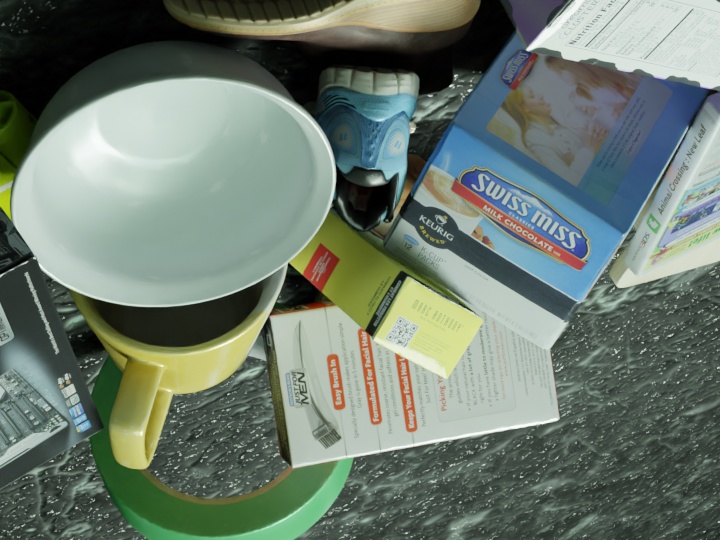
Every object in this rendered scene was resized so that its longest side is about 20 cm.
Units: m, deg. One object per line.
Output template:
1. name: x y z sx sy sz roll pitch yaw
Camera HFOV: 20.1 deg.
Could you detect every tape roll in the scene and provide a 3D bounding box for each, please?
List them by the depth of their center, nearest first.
1. tape roll: -0.103 0.115 1.529 0.199 0.201 0.048 -19 151 -6

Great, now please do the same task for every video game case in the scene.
1. video game case: 0.283 -0.088 1.382 0.199 0.022 0.182 -24 154 -27

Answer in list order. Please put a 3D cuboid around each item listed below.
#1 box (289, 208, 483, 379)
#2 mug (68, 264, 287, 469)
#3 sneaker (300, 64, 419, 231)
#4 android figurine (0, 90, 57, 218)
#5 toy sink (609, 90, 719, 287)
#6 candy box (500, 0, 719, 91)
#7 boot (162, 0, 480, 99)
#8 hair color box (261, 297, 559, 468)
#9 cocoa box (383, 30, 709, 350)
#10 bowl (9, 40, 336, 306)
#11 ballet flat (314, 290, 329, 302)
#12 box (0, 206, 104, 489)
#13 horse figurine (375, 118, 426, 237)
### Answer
1. box: 0.000 0.000 1.375 0.075 0.200 0.050 28 98 -36
2. mug: -0.140 0.026 1.406 0.186 0.149 0.153 -42 167 -18
3. sneaker: -0.008 -0.067 1.320 0.078 0.090 0.200 5 169 -2
4. android figurine: -0.280 -0.053 1.284 0.181 0.041 0.200 -25 150 6
5. toy sink: 0.244 -0.101 1.481 0.130 0.112 0.200 -14 149 -34
6. candy box: 0.153 -0.199 1.197 0.199 0.168 0.072 6 140 -40
7. boot: -0.025 -0.145 1.270 0.199 0.073 0.167 -8 157 -9
8. hair color box: 0.035 0.068 1.467 0.199 0.112 0.064 -9 -176 -11
9. cocoa box: 0.128 -0.079 1.331 0.200 0.133 0.131 -55 177 -42
10. bowl: -0.120 -0.076 1.264 0.200 0.091 0.202 -8 140 -7
11. ballet flat: -0.009 0.036 1.598 0.070 0.071 0.200 -16 164 -12
12. box: -0.257 0.070 1.264 0.157 0.050 0.200 -30 146 -15
13. horse figurine: 0.039 -0.045 1.481 0.132 0.050 0.200 18 157 -2
